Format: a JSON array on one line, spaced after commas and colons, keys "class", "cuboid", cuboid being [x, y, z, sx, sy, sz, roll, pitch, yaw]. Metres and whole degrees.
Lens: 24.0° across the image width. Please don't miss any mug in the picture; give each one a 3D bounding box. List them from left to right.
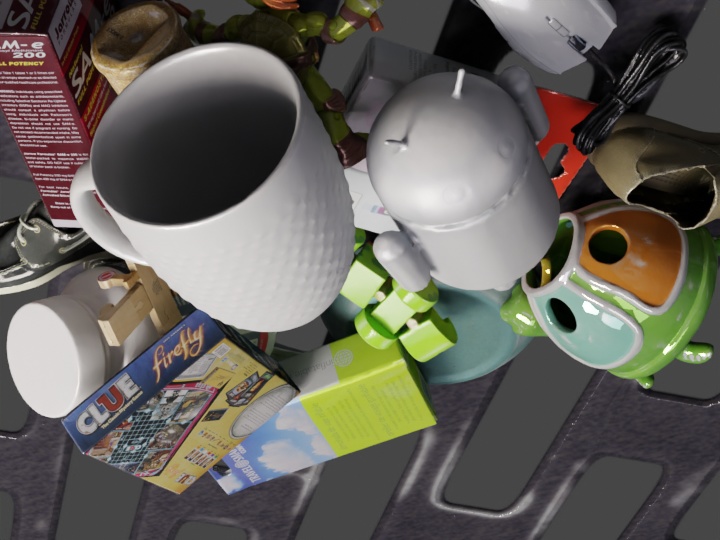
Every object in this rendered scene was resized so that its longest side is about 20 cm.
[{"class": "mug", "cuboid": [-0.102, -0.041, 1.146, 0.199, 0.148, 0.175, -1, 148, 21]}]

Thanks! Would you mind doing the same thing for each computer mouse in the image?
[{"class": "computer mouse", "cuboid": [0.138, -0.167, 1.172, 0.110, 0.044, 0.200, -41, 125, 19]}]

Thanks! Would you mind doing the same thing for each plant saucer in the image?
[{"class": "plant saucer", "cuboid": [0.062, 0.044, 1.468, 0.199, 0.036, 0.200, 2, 142, 1]}]

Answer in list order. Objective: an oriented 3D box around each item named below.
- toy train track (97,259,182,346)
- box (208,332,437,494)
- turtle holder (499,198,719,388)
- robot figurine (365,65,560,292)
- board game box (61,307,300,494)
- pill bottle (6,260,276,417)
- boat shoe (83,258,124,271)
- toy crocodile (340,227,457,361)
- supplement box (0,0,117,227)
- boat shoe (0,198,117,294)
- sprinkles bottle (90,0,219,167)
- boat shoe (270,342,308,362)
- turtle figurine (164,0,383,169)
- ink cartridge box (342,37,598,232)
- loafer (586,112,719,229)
[{"class": "toy train track", "cuboid": [-0.144, -0.012, 1.292, 0.032, 0.200, 0.115, 1, 126, 33]}, {"class": "box", "cuboid": [-0.044, 0.122, 1.462, 0.200, 0.048, 0.122, -20, 146, 6]}, {"class": "turtle holder", "cuboid": [0.195, 0.006, 1.348, 0.131, 0.141, 0.185, 21, -177, -21]}, {"class": "robot figurine", "cuboid": [0.071, -0.061, 1.177, 0.113, 0.170, 0.200, 27, 164, 30]}, {"class": "board game box", "cuboid": [-0.133, 0.105, 1.312, 0.135, 0.035, 0.200, -40, 159, 0]}, {"class": "pill bottle", "cuboid": [-0.175, 0.050, 1.351, 0.200, 0.120, 0.120, -14, 161, -47]}, {"class": "boat shoe", "cuboid": [-0.201, 0.052, 1.470, 0.072, 0.066, 0.201, 2, 141, 3]}, {"class": "toy crocodile", "cuboid": [0.000, 0.000, 1.375, 0.200, 0.062, 0.068, 40, 119, -7]}, {"class": "supplement box", "cuboid": [-0.205, -0.133, 1.201, 0.061, 0.109, 0.200, 2, 143, 13]}, {"class": "boat shoe", "cuboid": [-0.247, -0.037, 1.357, 0.199, 0.072, 0.068, -17, 143, 12]}, {"class": "sprinkles bottle", "cuboid": [-0.120, -0.102, 1.216, 0.068, 0.068, 0.200, -11, 140, 17]}, {"class": "boat shoe", "cuboid": [-0.057, 0.102, 1.546, 0.200, 0.073, 0.062, 21, -178, -31]}, {"class": "turtle figurine", "cuboid": [-0.042, -0.146, 1.160, 0.200, 0.064, 0.162, -2, 127, 29]}, {"class": "ink cartridge box", "cuboid": [0.071, -0.084, 1.286, 0.200, 0.057, 0.163, 18, 139, -11]}, {"class": "loafer", "cuboid": [0.263, -0.064, 1.282, 0.199, 0.068, 0.076, 7, 143, -18]}]
